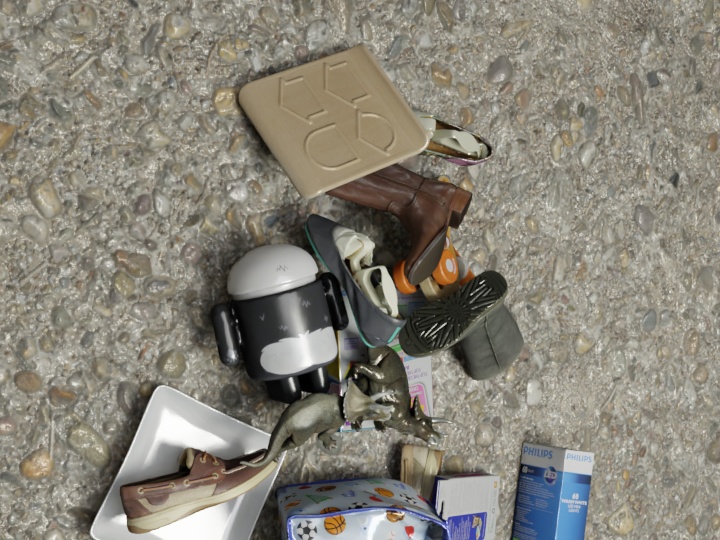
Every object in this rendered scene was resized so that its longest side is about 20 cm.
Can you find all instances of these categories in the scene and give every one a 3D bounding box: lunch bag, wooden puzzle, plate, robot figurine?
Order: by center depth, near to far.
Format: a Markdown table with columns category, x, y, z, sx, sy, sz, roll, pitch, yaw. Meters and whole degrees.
| category | x | y | z | sx | sy | sz | roll | pitch | yaw |
| --- | --- | --- | --- | --- | --- | --- | --- | --- | --- |
| plate | -0.213 | 0.270 | 1.288 | 0.199 | 0.032 | 0.200 | 29 | 74 | -24 |
| lunch bag | 0.002 | 0.331 | 1.299 | 0.199 | 0.170 | 0.124 | -8 | 94 | -10 |
| robot figurine | -0.099 | 0.066 | 1.311 | 0.150 | 0.124 | 0.201 | -25 | 103 | -65 |
| wooden puzzle | -0.036 | -0.196 | 1.368 | 0.200 | 0.046 | 0.185 | -26 | 71 | -23 |

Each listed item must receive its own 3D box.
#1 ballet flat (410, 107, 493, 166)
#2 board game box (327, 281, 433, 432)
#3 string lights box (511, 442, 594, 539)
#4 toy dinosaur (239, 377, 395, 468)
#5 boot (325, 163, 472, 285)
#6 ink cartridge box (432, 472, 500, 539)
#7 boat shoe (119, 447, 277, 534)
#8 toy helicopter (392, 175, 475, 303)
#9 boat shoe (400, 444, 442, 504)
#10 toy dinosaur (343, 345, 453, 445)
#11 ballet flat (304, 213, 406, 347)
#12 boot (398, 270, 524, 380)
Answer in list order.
| category | x | y | z | sx | sy | sz | roll | pitch | yaw |
| --- | --- | --- | --- | --- | --- | --- | --- | --- | --- |
| ballet flat | 0.105 | -0.193 | 1.463 | 0.200 | 0.071 | 0.069 | 12 | 83 | -28 |
| board game box | 0.026 | 0.116 | 1.423 | 0.153 | 0.040 | 0.201 | -1 | 88 | -29 |
| string lights box | 0.280 | 0.361 | 1.519 | 0.059 | 0.103 | 0.201 | 12 | 83 | -28 |
| toy dinosaur | -0.064 | 0.183 | 1.268 | 0.200 | 0.102 | 0.077 | -9 | 51 | -30 |
| boot | 0.025 | -0.079 | 1.350 | 0.200 | 0.064 | 0.187 | 24 | 46 | 13 |
| ink cartridge box | 0.137 | 0.333 | 1.430 | 0.200 | 0.037 | 0.095 | 16 | 79 | -59 |
| boat shoe | -0.195 | 0.248 | 1.244 | 0.200 | 0.072 | 0.072 | -19 | 93 | -26 |
| toy helicopter | 0.118 | -0.040 | 1.442 | 0.132 | 0.079 | 0.201 | 33 | 51 | -43 |
| boat shoe | 0.065 | 0.344 | 1.428 | 0.064 | 0.071 | 0.201 | 11 | 78 | 8 |
| toy dinosaur | 0.031 | 0.153 | 1.362 | 0.102 | 0.077 | 0.200 | -25 | 90 | -44 |
| ballet flat | 0.000 | 0.000 | 1.309 | 0.073 | 0.073 | 0.200 | -19 | 72 | -28 |
| boot | 0.146 | 0.099 | 1.434 | 0.182 | 0.200 | 0.073 | -29 | 62 | -6 |
